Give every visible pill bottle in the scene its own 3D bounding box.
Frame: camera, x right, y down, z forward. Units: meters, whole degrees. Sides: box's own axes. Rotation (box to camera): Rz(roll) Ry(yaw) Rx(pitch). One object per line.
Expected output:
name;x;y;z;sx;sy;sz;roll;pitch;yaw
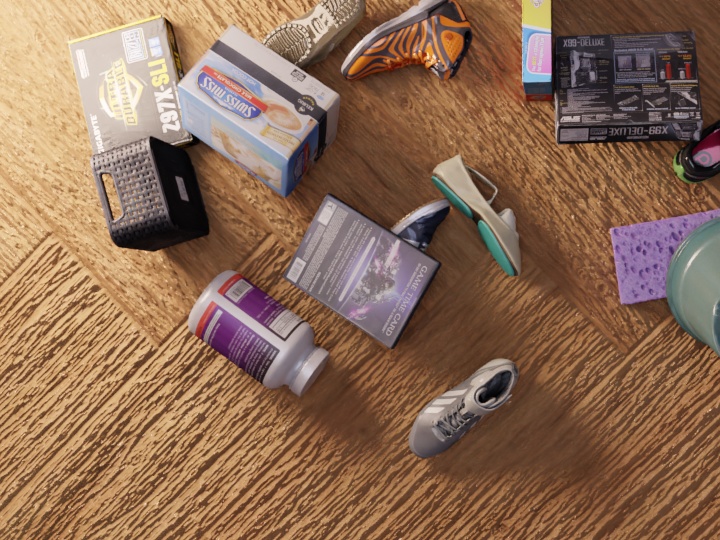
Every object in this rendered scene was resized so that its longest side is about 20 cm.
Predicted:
pill bottle;-0.147;0.096;1.728;0.200;0.112;0.113;35;94;8

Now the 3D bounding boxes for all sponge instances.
sponge;0.462;-0.022;1.682;0.199;0.030;0.112;-10;88;8

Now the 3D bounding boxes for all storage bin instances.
storage bin;-0.301;-0.108;1.711;0.093;0.200;0.136;-17;86;9

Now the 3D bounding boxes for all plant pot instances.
plant pot;0.522;0.042;1.562;0.199;0.196;0.202;1;105;5

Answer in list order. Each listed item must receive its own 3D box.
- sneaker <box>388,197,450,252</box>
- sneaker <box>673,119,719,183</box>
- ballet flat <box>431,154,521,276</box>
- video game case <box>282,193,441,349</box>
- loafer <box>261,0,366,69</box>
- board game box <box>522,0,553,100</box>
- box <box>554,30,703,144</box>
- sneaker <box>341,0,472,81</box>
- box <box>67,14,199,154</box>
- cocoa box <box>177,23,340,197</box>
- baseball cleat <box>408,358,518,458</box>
sneaker;0.071;-0.011;1.718;0.200;0.070;0.109;-38;79;13
sneaker;0.532;-0.188;1.647;0.200;0.084;0.077;-38;84;6
ballet flat;0.185;-0.085;1.710;0.069;0.069;0.200;-39;84;6
video game case;0.000;0.000;1.698;0.199;0.019;0.143;32;100;17
loafer;-0.067;-0.347;1.752;0.199;0.068;0.076;-29;80;23
board game box;0.250;-0.351;1.659;0.040;0.153;0.201;0;88;10
box;0.373;-0.258;1.659;0.199;0.050;0.159;-1;62;8
sneaker;0.075;-0.313;1.722;0.199;0.078;0.112;-33;83;6
box;-0.346;-0.270;1.800;0.159;0.049;0.201;-13;87;6
cocoa box;-0.147;-0.229;1.709;0.199;0.133;0.131;34;70;8
baseball cleat;0.143;0.198;1.685;0.070;0.106;0.200;45;97;2
